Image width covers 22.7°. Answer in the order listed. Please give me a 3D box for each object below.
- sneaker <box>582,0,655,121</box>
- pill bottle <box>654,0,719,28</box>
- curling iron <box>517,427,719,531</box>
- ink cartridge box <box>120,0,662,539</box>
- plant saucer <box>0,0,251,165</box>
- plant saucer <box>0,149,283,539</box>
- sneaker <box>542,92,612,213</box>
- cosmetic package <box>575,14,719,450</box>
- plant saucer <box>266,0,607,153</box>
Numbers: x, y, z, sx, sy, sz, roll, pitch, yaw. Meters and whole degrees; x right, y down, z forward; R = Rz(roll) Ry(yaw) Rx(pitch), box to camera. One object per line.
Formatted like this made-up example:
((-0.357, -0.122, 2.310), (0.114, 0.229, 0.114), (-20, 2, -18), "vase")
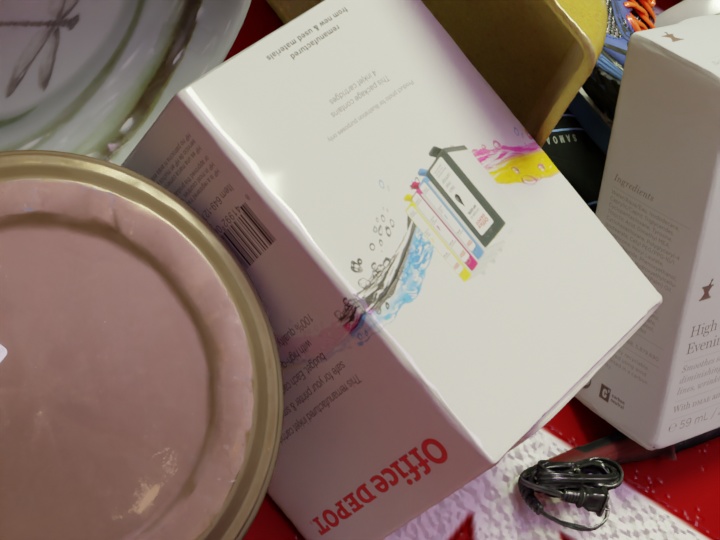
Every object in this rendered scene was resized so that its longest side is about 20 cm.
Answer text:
((0.128, -0.153, 0.961), (0.075, 0.078, 0.200), (42, 16, -50), "sneaker")
((0.226, -0.052, 0.994), (0.112, 0.112, 0.201), (-15, 74, -36), "pill bottle")
((0.158, 0.093, 0.929), (0.199, 0.026, 0.050), (-14, 37, -40), "curling iron")
((0.000, 0.000, 0.808), (0.200, 0.147, 0.145), (51, 51, 1), "ink cartridge box")
((-0.130, -0.100, 0.760), (0.050, 0.200, 0.200), (42, 49, 19), "plant saucer")
((-0.125, 0.050, 0.699), (0.199, 0.029, 0.201), (2, 82, -14), "plant saucer")
((0.070, -0.078, 0.941), (0.200, 0.070, 0.078), (43, 46, -5), "sneaker")
((0.173, -0.021, 0.895), (0.101, 0.201, 0.074), (-17, 37, -36), "cosmetic package")
((0.035, -0.135, 0.850), (0.048, 0.200, 0.200), (-32, 77, -24), "plant saucer")
